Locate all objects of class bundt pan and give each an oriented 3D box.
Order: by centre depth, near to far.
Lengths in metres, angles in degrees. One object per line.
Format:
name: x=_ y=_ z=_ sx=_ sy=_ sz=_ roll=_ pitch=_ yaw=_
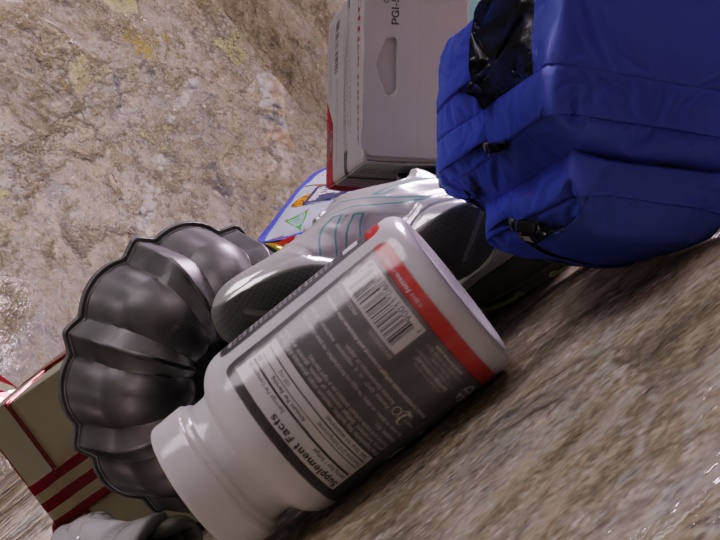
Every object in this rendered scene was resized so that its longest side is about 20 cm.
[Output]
bundt pan: x=-0.094 y=0.069 z=1.139 sx=0.202 sy=0.202 sz=0.076 roll=-41 pitch=24 yaw=-22

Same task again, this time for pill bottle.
pill bottle: x=-0.021 y=0.070 z=1.029 sx=0.200 sy=0.116 sz=0.116 roll=-39 pitch=6 yaw=6

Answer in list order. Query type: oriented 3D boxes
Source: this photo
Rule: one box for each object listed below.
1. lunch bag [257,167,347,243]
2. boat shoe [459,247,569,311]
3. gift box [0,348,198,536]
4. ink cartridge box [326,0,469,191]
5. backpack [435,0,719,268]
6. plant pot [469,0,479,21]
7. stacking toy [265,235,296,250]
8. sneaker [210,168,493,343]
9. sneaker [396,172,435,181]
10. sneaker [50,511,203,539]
lunch bag: x=-0.031 y=-0.009 z=1.549 sx=0.200 sy=0.124 sz=0.170 roll=-48 pitch=3 yaw=36
boat shoe: x=0.089 y=-0.004 z=1.184 sx=0.202 sy=0.060 sz=0.072 roll=-37 pitch=37 yaw=45
gift box: x=-0.180 y=0.117 z=1.338 sx=0.187 sy=0.185 sz=0.200 roll=-34 pitch=2 yaw=29
ink cartridge box: x=0.026 y=-0.143 z=1.353 sx=0.083 sy=0.147 sz=0.200 roll=2 pitch=-3 yaw=-9
backpack: x=0.125 y=-0.086 z=1.003 sx=0.200 sy=0.162 sz=0.169 roll=165 pitch=115 yaw=-68
plant pot: x=0.162 y=-0.180 z=1.471 sx=0.200 sy=0.200 sz=0.134 roll=-36 pitch=16 yaw=32
stacking toy: x=-0.077 y=0.008 z=1.341 sx=0.085 sy=0.086 sz=0.200 roll=-37 pitch=-3 yaw=23
sneaker: x=-0.011 y=-0.006 z=1.113 sx=0.200 sy=0.071 sz=0.080 roll=-23 pitch=38 yaw=-21
sneaker: x=0.062 y=-0.031 z=1.313 sx=0.074 sy=0.081 sz=0.200 roll=0 pitch=-3 yaw=2
sneaker: x=-0.149 y=0.197 z=1.148 sx=0.099 sy=0.078 sz=0.200 roll=-32 pitch=13 yaw=-6
